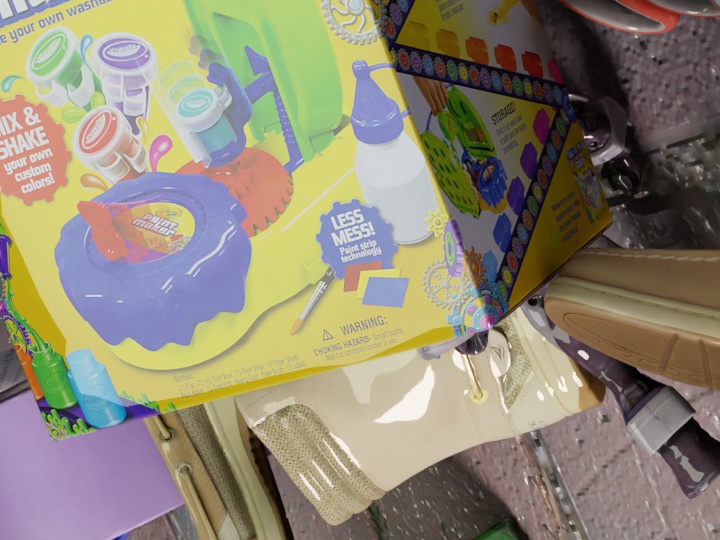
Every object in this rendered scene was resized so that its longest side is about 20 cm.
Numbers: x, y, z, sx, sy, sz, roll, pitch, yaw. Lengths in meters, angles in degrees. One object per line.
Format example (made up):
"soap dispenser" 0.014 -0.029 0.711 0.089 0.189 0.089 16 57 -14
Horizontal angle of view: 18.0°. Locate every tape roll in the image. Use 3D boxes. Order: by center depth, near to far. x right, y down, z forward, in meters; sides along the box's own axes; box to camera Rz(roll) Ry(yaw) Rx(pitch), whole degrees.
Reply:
"tape roll" -0.124 0.080 1.185 0.200 0.199 0.086 -20 97 57

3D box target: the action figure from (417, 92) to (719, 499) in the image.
"action figure" 0.082 0.003 0.923 0.200 0.069 0.130 43 105 7

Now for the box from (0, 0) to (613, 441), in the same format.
"box" -0.044 -0.064 0.836 0.199 0.122 0.194 -16 100 32

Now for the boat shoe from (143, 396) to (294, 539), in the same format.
"boat shoe" -0.071 0.106 1.059 0.073 0.063 0.202 96 156 -88

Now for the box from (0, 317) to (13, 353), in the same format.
"box" -0.151 -0.059 1.121 0.158 0.199 0.050 48 142 20

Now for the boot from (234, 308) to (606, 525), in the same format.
"boot" 0.000 0.000 1.007 0.155 0.073 0.201 -27 96 18

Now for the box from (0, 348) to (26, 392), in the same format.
"box" -0.215 -0.064 1.272 0.199 0.130 0.200 52 146 17

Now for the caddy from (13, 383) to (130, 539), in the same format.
"caddy" -0.206 0.097 1.403 0.200 0.104 0.142 36 118 43

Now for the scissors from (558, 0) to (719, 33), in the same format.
"scissors" 0.065 -0.120 0.813 0.073 0.199 0.014 1 79 44

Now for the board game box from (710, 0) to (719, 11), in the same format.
"board game box" 0.122 -0.146 0.733 0.200 0.019 0.104 -113 30 -59

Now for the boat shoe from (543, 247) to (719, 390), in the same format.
"boat shoe" 0.164 0.008 0.781 0.198 0.065 0.071 8 166 9

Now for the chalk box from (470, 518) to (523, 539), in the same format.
"chalk box" 0.063 0.251 1.118 0.201 0.124 0.124 54 147 11
